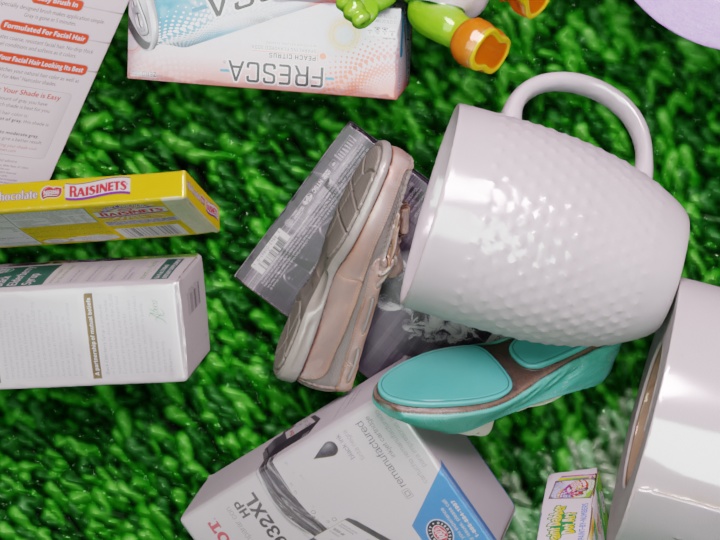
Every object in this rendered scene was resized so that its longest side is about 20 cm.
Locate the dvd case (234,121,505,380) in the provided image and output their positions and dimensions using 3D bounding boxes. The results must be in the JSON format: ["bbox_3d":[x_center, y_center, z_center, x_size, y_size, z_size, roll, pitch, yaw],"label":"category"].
[{"bbox_3d":[0.028,0.007,1.476,0.200,0.016,0.149,37,106,-1],"label":"dvd case"}]

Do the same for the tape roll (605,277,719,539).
[{"bbox_3d":[0.228,0.109,1.375,0.071,0.202,0.203,15,106,4],"label":"tape roll"}]

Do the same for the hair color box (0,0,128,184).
[{"bbox_3d":[-0.247,-0.156,1.409,0.111,0.064,0.200,7,124,-38],"label":"hair color box"}]

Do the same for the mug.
[{"bbox_3d":[0.137,-0.045,1.385,0.175,0.148,0.200,16,71,-3],"label":"mug"}]

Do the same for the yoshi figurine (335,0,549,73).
[{"bbox_3d":[0.026,-0.224,1.339,0.200,0.112,0.112,39,139,25],"label":"yoshi figurine"}]

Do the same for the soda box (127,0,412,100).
[{"bbox_3d":[-0.064,-0.166,1.421,0.200,0.064,0.069,5,105,7],"label":"soda box"}]

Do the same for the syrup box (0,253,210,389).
[{"bbox_3d":[-0.220,0.039,1.490,0.200,0.079,0.082,-2,104,10],"label":"syrup box"}]

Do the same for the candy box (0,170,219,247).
[{"bbox_3d":[-0.212,-0.043,1.458,0.200,0.102,0.026,-4,74,9],"label":"candy box"}]

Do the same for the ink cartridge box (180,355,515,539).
[{"bbox_3d":[-0.010,0.181,1.482,0.200,0.084,0.145,-33,97,21],"label":"ink cartridge box"}]

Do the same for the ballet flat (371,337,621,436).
[{"bbox_3d":[0.102,0.084,1.423,0.200,0.067,0.070,-19,134,-20],"label":"ballet flat"}]

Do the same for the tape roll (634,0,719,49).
[{"bbox_3d":[0.252,-0.243,1.274,0.200,0.066,0.201,2,104,9],"label":"tape roll"}]

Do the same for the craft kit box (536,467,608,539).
[{"bbox_3d":[0.165,0.270,1.429,0.048,0.198,0.200,-8,102,14],"label":"craft kit box"}]

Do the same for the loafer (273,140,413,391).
[{"bbox_3d":[0.000,0.000,1.442,0.063,0.072,0.200,20,113,-14],"label":"loafer"}]
